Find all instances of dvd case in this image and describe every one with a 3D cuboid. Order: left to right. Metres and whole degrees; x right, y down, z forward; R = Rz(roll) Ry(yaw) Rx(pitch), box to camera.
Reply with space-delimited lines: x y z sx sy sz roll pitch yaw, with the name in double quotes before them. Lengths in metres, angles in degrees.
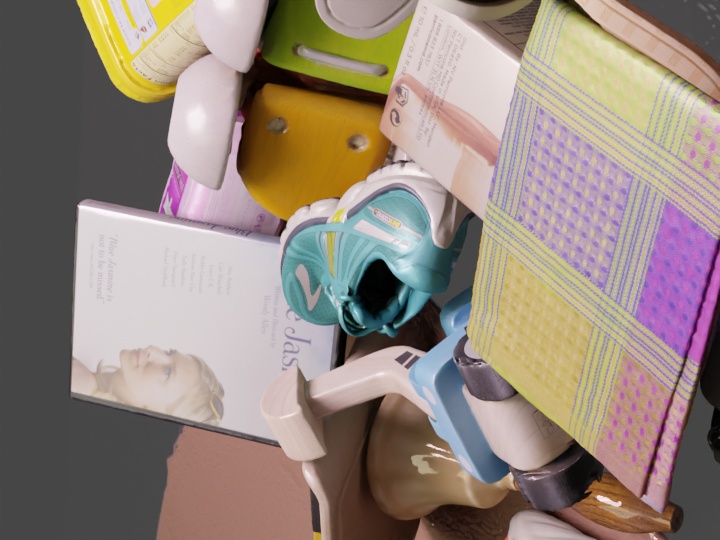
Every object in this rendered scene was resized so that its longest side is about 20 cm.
"dvd case" -0.104 0.039 0.973 0.197 0.018 0.145 11 108 15

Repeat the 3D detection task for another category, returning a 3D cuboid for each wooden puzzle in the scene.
"wooden puzzle" -0.001 0.152 0.986 0.037 0.186 0.202 4 126 16

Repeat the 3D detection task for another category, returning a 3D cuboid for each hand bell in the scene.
"hand bell" 0.110 0.131 0.899 0.198 0.104 0.105 13 121 42

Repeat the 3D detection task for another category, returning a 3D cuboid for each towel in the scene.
"towel" 0.105 -0.006 0.630 0.144 0.023 0.202 44 139 41

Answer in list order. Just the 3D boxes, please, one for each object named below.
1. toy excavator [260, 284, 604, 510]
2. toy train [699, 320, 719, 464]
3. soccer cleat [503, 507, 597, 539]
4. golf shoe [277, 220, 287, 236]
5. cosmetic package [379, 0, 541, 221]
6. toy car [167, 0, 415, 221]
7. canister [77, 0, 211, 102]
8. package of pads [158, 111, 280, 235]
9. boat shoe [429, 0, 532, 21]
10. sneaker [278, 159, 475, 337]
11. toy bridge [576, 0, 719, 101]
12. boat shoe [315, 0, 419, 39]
"toy excavator" 0.056 0.062 0.828 0.101 0.194 0.200 60 164 -22
"toy train" 0.199 0.000 0.617 0.085 0.113 0.202 40 140 39
"soccer cleat" 0.153 0.195 0.879 0.069 0.077 0.200 51 178 -25
"golf shoe" -0.023 -0.019 1.018 0.199 0.072 0.093 -21 84 53
"cosmetic package" 0.113 -0.059 0.718 0.200 0.102 0.088 45 129 37
"toy car" -0.016 -0.133 0.866 0.151 0.173 0.201 -87 12 -47
"canister" -0.128 -0.221 1.036 0.199 0.086 0.150 -22 90 59
"package of pads" -0.104 -0.032 1.036 0.121 0.075 0.202 -120 46 -63
"boat shoe" 0.076 -0.187 0.626 0.071 0.202 0.061 29 141 0
"sneaker" 0.000 0.000 0.831 0.200 0.077 0.081 145 141 -62
"toy bridge" 0.122 -0.149 0.692 0.201 0.067 0.027 58 149 18
"boat shoe" 0.026 -0.219 0.737 0.060 0.073 0.202 -104 30 -65
